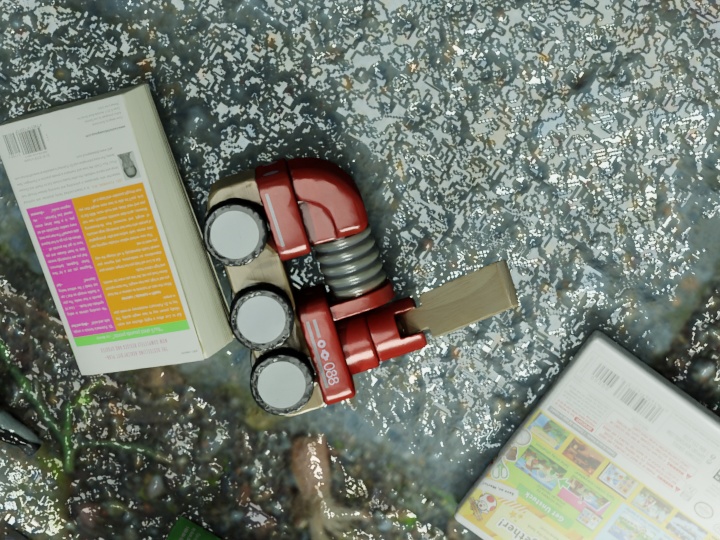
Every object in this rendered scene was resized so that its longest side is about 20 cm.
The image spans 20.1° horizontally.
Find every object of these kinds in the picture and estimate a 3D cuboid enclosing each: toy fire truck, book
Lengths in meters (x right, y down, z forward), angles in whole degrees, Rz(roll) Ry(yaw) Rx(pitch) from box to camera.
[{"bbox_3d":[0.000,0.000,1.461,0.200,0.129,0.176,-17,101,0],"label":"toy fire truck"},{"bbox_3d":[-0.185,-0.026,1.496,0.133,0.048,0.200,-10,104,33],"label":"book"}]

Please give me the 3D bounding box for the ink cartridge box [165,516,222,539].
[{"bbox_3d":[-0.082,0.289,1.527,0.200,0.147,0.083,30,106,-1],"label":"ink cartridge box"}]

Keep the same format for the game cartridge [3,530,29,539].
[{"bbox_3d":[-0.279,0.321,1.623,0.130,0.038,0.200,36,107,2],"label":"game cartridge"}]

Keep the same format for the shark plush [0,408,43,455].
[{"bbox_3d":[-0.316,0.063,1.545,0.200,0.091,0.083,45,75,1],"label":"shark plush"}]

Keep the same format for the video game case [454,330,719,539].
[{"bbox_3d":[0.202,0.172,1.519,0.200,0.023,0.182,35,106,-3],"label":"video game case"}]
